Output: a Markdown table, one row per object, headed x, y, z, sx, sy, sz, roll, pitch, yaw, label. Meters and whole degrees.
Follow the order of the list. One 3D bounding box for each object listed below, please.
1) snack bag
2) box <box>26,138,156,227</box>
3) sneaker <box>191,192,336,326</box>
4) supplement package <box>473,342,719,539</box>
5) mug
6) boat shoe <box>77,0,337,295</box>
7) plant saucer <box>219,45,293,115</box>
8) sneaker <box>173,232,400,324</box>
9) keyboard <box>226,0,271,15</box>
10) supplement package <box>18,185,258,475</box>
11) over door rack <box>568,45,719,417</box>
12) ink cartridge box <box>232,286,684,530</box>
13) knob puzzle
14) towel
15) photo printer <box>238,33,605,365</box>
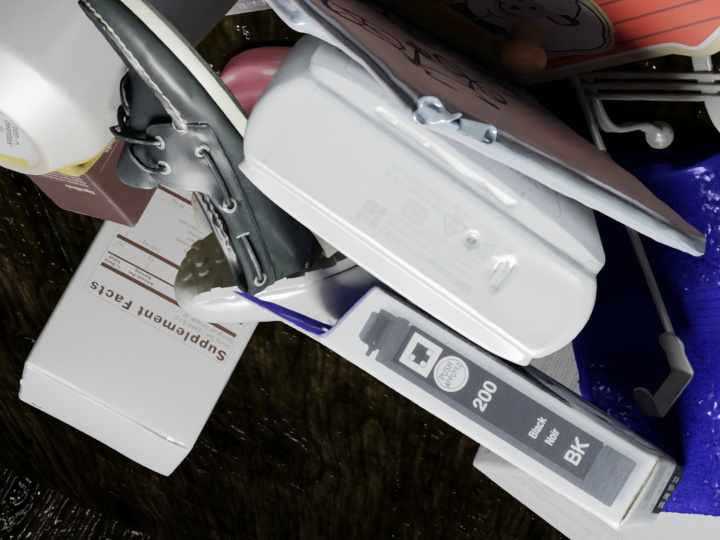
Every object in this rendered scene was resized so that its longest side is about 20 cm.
| x | y | z | sx | sy | sz | roll | pitch | yaw | label |
| --- | --- | --- | --- | --- | --- | --- | --- | --- | --- |
| 0.036 | -0.075 | 0.751 | 0.189 | 0.021 | 0.200 | 22 | -163 | -43 | snack bag |
| -0.182 | -0.122 | 1.073 | 0.075 | 0.100 | 0.200 | 14 | 156 | 35 | box |
| -0.008 | -0.003 | 1.055 | 0.200 | 0.077 | 0.081 | 37 | 171 | -17 | sneaker |
| 0.193 | 0.110 | 1.153 | 0.117 | 0.117 | 0.200 | 40 | 158 | -31 | supplement package |
| -0.141 | -0.122 | 0.916 | 0.149 | 0.153 | 0.187 | 10 | 152 | 42 | mug |
| -0.083 | -0.058 | 0.863 | 0.075 | 0.066 | 0.199 | 49 | 179 | 45 | boat shoe |
| -0.002 | -0.056 | 1.082 | 0.200 | 0.051 | 0.201 | 23 | 162 | 8 | plant saucer |
| 0.000 | 0.000 | 0.982 | 0.076 | 0.200 | 0.081 | -114 | 12 | -50 | sneaker |
| -0.041 | -0.157 | 0.926 | 0.056 | 0.011 | 0.200 | 39 | 158 | -32 | keyboard |
| -0.126 | 0.016 | 1.204 | 0.120 | 0.200 | 0.121 | 29 | 162 | -5 | supplement package |
| 0.180 | -0.023 | 0.816 | 0.148 | 0.067 | 0.200 | 8 | 121 | 44 | over door rack |
| 0.056 | 0.055 | 0.867 | 0.200 | 0.043 | 0.198 | 30 | -179 | 15 | ink cartridge box |
| 0.072 | -0.119 | 0.697 | 0.219 | 0.030 | 0.220 | 11 | 162 | 4 | knob puzzle |
| 0.157 | 0.035 | 0.941 | 0.148 | 0.050 | 0.200 | -3 | 106 | 57 | towel |
| 0.031 | -0.047 | 0.840 | 0.166 | 0.069 | 0.200 | 34 | -165 | -7 | photo printer |
